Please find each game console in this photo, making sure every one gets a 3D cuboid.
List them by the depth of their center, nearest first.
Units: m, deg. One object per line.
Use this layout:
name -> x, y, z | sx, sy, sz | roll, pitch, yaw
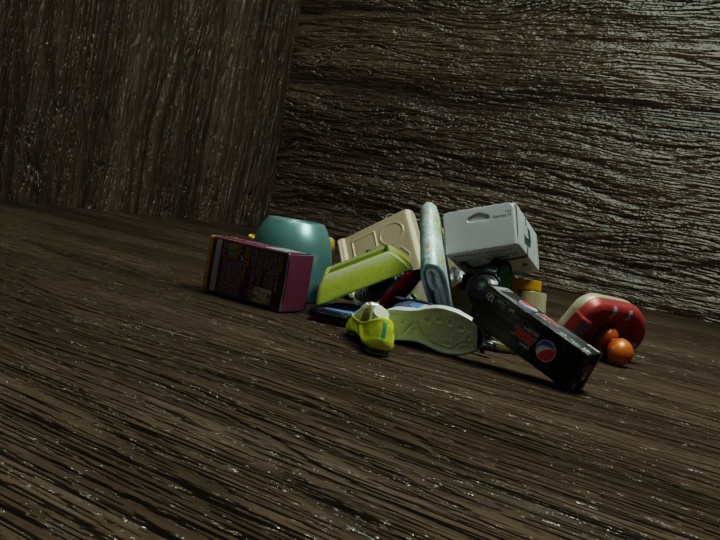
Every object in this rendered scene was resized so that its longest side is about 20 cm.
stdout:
game console -> 0.017, 0.041, 1.658 | 0.170, 0.121, 0.200 | 11, 4, 16

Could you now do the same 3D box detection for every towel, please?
towel -> 0.141, 0.002, 1.650 | 0.047, 0.202, 0.173 | -9, 43, 7

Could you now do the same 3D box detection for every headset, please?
headset -> 0.240, 0.067, 1.595 | 0.093, 0.125, 0.200 | 15, 45, 29

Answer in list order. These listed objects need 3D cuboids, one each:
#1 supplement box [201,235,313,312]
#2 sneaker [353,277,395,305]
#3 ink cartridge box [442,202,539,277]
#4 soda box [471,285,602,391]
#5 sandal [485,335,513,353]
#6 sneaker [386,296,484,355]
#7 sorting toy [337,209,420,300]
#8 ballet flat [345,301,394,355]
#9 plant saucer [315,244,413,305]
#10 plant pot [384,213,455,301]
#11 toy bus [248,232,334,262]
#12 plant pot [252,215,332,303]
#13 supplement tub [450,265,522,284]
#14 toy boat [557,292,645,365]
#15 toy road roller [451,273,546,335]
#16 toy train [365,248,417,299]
supplement box -> -0.198, 0.005, 1.686 | 0.197, 0.112, 0.085 | 13, 5, 31
sneaker -> 0.039, 0.044, 1.860 | 0.073, 0.089, 0.200 | 8, 5, -16
ink cartridge box -> 0.252, -0.052, 1.684 | 0.144, 0.085, 0.200 | -8, -18, 21
soda box -> 0.277, 0.105, 1.387 | 0.199, 0.072, 0.063 | 37, 19, 32
sandal -> 0.309, 0.124, 1.658 | 0.197, 0.055, 0.080 | 1, 6, -19
sneaker -> 0.141, 0.093, 1.531 | 0.197, 0.082, 0.146 | 6, 7, 27
sorting toy -> 0.051, -0.035, 2.040 | 0.197, 0.187, 0.037 | -22, -40, 12
ballet flat -> 0.020, 0.087, 1.431 | 0.066, 0.068, 0.200 | 8, 5, -11
plant saucer -> 0.000, 0.000, 1.733 | 0.197, 0.049, 0.200 | -21, 5, 2
plant pot -> 0.149, -0.003, 2.130 | 0.176, 0.203, 0.199 | 23, -4, -36
toy bus -> -0.182, -0.028, 2.097 | 0.197, 0.138, 0.192 | 14, 19, 16
plant pot -> -0.150, -0.029, 1.887 | 0.197, 0.164, 0.201 | 9, 4, -1
supplement tub -> 0.262, 0.058, 1.958 | 0.196, 0.125, 0.123 | 9, 5, -7
toy boat -> 0.489, 0.132, 1.728 | 0.198, 0.131, 0.131 | 10, 36, -38
toy road roller -> 0.263, 0.077, 1.771 | 0.197, 0.125, 0.146 | 8, -6, -14
toy train -> 0.065, 0.027, 1.930 | 0.041, 0.057, 0.201 | -24, 50, -18
